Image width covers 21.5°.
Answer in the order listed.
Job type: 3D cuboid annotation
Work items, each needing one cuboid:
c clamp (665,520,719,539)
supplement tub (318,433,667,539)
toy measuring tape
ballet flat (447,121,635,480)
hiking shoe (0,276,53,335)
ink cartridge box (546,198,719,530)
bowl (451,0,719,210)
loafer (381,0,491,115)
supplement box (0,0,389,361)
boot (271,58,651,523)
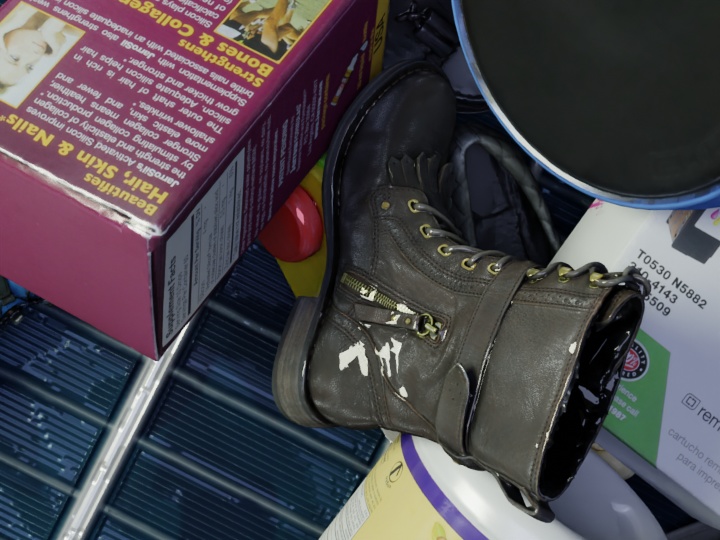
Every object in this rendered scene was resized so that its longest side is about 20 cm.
[{"bbox_3d":[0.186,0.167,0.910,0.171,0.200,0.027,-21,124,20],"label":"c clamp"},{"bbox_3d":[0.038,0.172,0.909,0.145,0.145,0.200,35,107,-3],"label":"supplement tub"},{"bbox_3d":[0.000,0.000,0.937,0.074,0.074,0.200,-28,92,3],"label":"toy measuring tape"},{"bbox_3d":[0.085,0.020,0.948,0.066,0.057,0.200,-27,94,3],"label":"ballet flat"},{"bbox_3d":[-0.169,-0.006,0.939,0.087,0.074,0.200,29,95,-1],"label":"hiking shoe"},{"bbox_3d":[0.181,0.006,0.908,0.145,0.084,0.200,38,83,-12],"label":"ink cartridge box"},{"bbox_3d":[0.121,-0.120,0.806,0.201,0.039,0.201,18,118,37],"label":"bowl"},{"bbox_3d":[-0.005,-0.145,0.931,0.200,0.063,0.072,39,94,-3],"label":"loafer"},{"bbox_3d":[-0.088,-0.081,0.859,0.131,0.103,0.200,29,58,14],"label":"supplement box"},{"bbox_3d":[0.055,0.003,0.841,0.069,0.174,0.200,24,78,-44],"label":"boot"}]
